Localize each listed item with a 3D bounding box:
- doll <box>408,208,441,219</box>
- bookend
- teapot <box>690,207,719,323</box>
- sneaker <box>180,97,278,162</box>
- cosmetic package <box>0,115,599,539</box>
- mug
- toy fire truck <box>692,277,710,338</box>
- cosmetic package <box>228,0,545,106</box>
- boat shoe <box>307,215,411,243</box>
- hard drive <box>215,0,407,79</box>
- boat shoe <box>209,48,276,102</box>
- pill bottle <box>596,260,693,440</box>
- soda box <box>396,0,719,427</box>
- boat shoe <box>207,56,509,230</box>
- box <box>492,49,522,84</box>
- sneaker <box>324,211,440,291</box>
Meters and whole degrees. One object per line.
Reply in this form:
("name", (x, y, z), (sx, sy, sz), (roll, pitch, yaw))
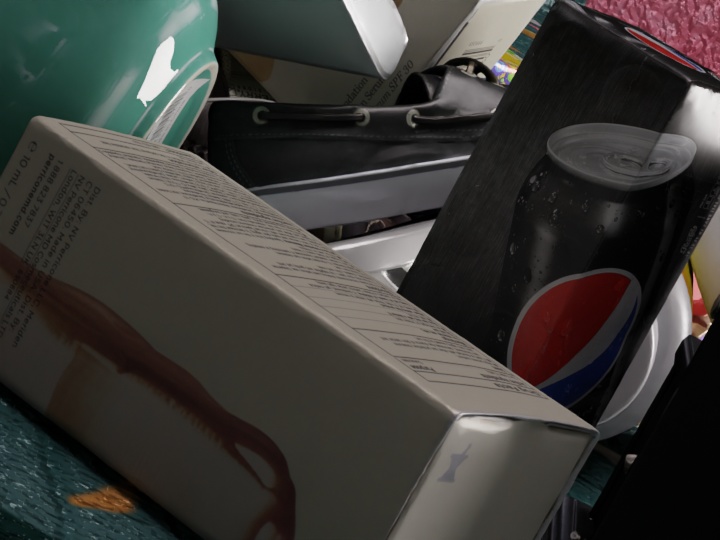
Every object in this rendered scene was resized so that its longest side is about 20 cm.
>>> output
("doll", (0.026, -0.047, 1.436), (0.200, 0.048, 0.137), (95, -21, -63))
("bookend", (0.148, 0.052, 1.096), (0.092, 0.200, 0.199), (29, 12, 0))
("teapot", (0.250, 0.034, 1.408), (0.198, 0.146, 0.200), (-89, 156, -66))
("sneaker", (-0.120, -0.036, 1.240), (0.200, 0.085, 0.073), (9, 62, -22))
("cosmetic package", (-0.035, 0.036, 1.008), (0.200, 0.087, 0.103), (34, 11, 32))
("mug", (-0.121, -0.078, 1.099), (0.114, 0.152, 0.185), (34, -21, 4))
("toy fire truck", (0.180, 0.010, 1.560), (0.141, 0.049, 0.200), (3, 59, -24))
("cosmetic package", (-0.027, -0.148, 1.291), (0.200, 0.105, 0.071), (45, 26, 16))
("boat shoe", (0.000, 0.000, 1.310), (0.065, 0.072, 0.200), (23, 5, -1))
("hard drive", (-0.090, -0.138, 1.187), (0.200, 0.026, 0.132), (13, -27, 27))
("boat shoe", (-0.082, -0.091, 1.318), (0.201, 0.066, 0.072), (6, 58, -47))
("pill bottle", (0.097, 0.015, 1.372), (0.109, 0.109, 0.200), (29, 11, 1))
("soda box", (0.062, 0.009, 1.072), (0.071, 0.200, 0.063), (36, 14, 34))
("boat shoe", (0.032, -0.056, 1.213), (0.200, 0.057, 0.069), (-11, 6, -22))
("box", (-0.036, -0.110, 1.585), (0.192, 0.122, 0.200), (20, 14, -40))
("sneaker", (0.018, 0.038, 1.181), (0.200, 0.112, 0.073), (-15, 2, -30))
